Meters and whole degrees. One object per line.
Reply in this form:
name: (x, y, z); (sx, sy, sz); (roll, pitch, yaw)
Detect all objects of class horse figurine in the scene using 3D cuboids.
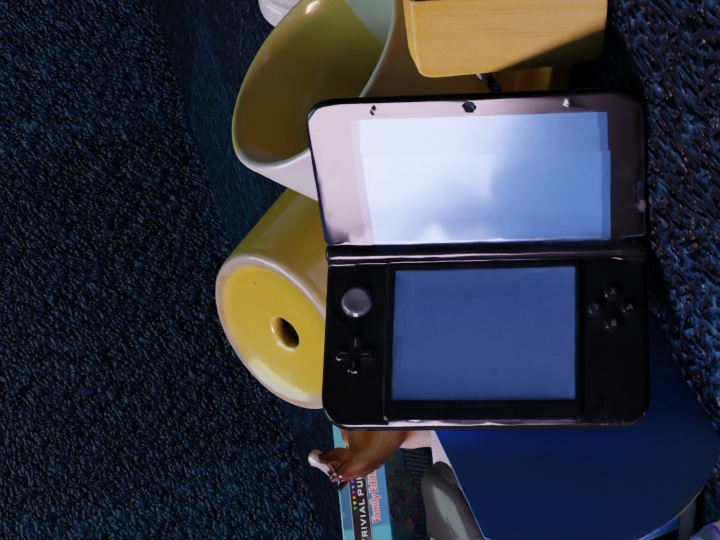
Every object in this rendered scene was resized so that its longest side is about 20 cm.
horse figurine: (0.024, 0.109, 1.319); (0.132, 0.199, 0.050); (29, 113, 46)

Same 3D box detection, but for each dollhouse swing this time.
dollhouse swing: (0.041, -0.182, 1.066); (0.200, 0.181, 0.176); (66, 151, 29)

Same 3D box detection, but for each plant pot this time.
plant pot: (0.000, 0.000, 1.282); (0.200, 0.189, 0.201); (28, 138, 29)

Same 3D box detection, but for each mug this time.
mug: (0.017, -0.105, 1.144); (0.153, 0.149, 0.187); (33, -158, -33)

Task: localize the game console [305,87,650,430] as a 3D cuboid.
game console: (0.069, -0.003, 1.016); (0.118, 0.199, 0.171); (64, -154, -67)

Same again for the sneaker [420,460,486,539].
sneaker: (0.059, 0.230, 1.146); (0.074, 0.088, 0.201); (-162, 55, -79)

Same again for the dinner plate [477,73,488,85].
dinner plate: (0.062, -0.193, 1.300); (0.200, 0.024, 0.201); (163, 90, -80)

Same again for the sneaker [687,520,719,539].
sneaker: (0.171, 0.230, 1.068); (0.200, 0.146, 0.081); (91, 158, -62)

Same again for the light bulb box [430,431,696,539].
light bulb box: (0.133, 0.139, 1.187); (0.200, 0.124, 0.199); (83, 166, -45)

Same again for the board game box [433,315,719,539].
board game box: (0.124, 0.094, 1.065); (0.039, 0.157, 0.200); (85, 164, -53)

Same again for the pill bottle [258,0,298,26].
pill bottle: (-0.053, -0.302, 1.488); (0.200, 0.112, 0.113); (86, 163, -56)

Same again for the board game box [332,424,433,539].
board game box: (0.032, 0.190, 1.480); (0.151, 0.047, 0.201); (21, -120, -64)
